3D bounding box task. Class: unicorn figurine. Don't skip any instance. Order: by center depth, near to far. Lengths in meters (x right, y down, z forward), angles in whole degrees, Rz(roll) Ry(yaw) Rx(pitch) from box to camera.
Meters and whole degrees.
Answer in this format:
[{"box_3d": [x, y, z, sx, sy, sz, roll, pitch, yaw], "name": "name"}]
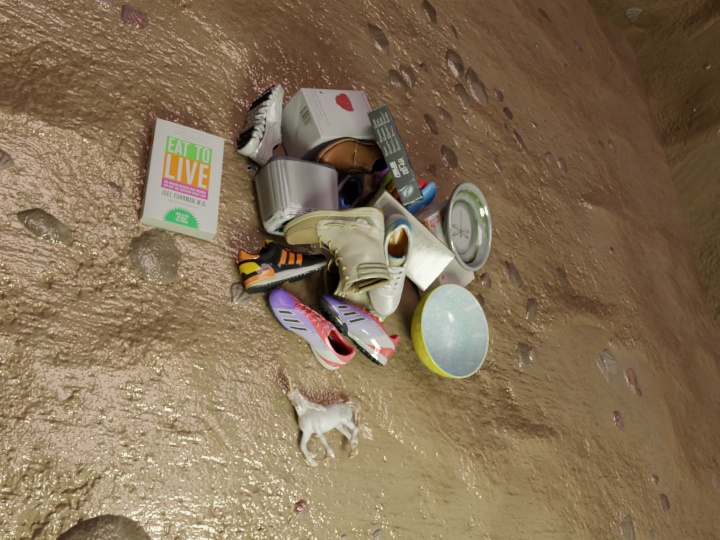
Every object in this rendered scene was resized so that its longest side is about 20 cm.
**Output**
[{"box_3d": [-0.069, 0.272, 1.108, 0.198, 0.073, 0.140, 16, 48, -53], "name": "unicorn figurine"}]

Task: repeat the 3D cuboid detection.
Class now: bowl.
[{"box_3d": [0.177, 0.139, 1.357, 0.197, 0.107, 0.205, 11, 71, -33], "name": "bowl"}]

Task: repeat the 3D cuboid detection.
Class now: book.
[{"box_3d": [-0.323, -0.165, 1.122, 0.131, 0.048, 0.205, 14, 61, -32], "name": "book"}]

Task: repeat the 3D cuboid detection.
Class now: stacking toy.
[{"box_3d": [0.080, -0.219, 1.483, 0.109, 0.116, 0.200, -41, 80, -7], "name": "stacking toy"}]

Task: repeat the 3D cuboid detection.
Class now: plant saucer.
[{"box_3d": [0.238, -0.100, 1.423, 0.198, 0.049, 0.206, 4, 84, -51], "name": "plant saucer"}]

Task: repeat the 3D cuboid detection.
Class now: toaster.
[{"box_3d": [-0.129, -0.145, 1.235, 0.197, 0.113, 0.132, 5, 67, -39], "name": "toaster"}]

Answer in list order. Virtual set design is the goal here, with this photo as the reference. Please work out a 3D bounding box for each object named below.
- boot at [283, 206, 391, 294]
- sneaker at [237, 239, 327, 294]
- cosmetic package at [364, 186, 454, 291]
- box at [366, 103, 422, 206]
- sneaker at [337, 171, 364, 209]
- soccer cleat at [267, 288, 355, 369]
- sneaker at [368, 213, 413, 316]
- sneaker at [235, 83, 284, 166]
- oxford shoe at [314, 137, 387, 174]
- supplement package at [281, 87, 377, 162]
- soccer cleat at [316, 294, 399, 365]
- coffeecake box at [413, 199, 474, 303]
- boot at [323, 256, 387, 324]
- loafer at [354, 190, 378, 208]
[{"box_3d": [-0.045, -0.031, 1.154, 0.195, 0.072, 0.158, -7, 66, 1], "name": "boot"}, {"box_3d": [-0.147, -0.022, 1.183, 0.198, 0.069, 0.092, -19, 84, -44], "name": "sneaker"}, {"box_3d": [0.088, -0.067, 1.283, 0.199, 0.104, 0.087, 42, 8, -11], "name": "cosmetic package"}, {"box_3d": [0.079, -0.239, 1.308, 0.160, 0.043, 0.204, -39, 108, -80], "name": "box"}, {"box_3d": [-0.021, -0.182, 1.372, 0.077, 0.085, 0.202, 39, 47, -19], "name": "sneaker"}, {"box_3d": [-0.091, 0.103, 1.166, 0.200, 0.073, 0.069, 48, 45, -13], "name": "soccer cleat"}, {"box_3d": [0.058, -0.005, 1.211, 0.075, 0.205, 0.081, 7, 14, -6], "name": "sneaker"}, {"box_3d": [-0.196, -0.305, 1.295, 0.081, 0.074, 0.204, 37, 53, -34], "name": "sneaker"}, {"box_3d": [-0.012, -0.239, 1.328, 0.197, 0.072, 0.072, -15, 57, -43], "name": "oxford shoe"}, {"box_3d": [-0.070, -0.319, 1.374, 0.198, 0.119, 0.123, -15, 77, -46], "name": "supplement package"}, {"box_3d": [-0.005, 0.104, 1.223, 0.200, 0.068, 0.074, 45, 77, -21], "name": "soccer cleat"}, {"box_3d": [0.186, -0.047, 1.452, 0.153, 0.072, 0.204, -31, 112, -46], "name": "coffeecake box"}, {"box_3d": [0.000, 0.000, 1.302, 0.154, 0.072, 0.204, 31, 56, -32], "name": "boot"}, {"box_3d": [0.016, -0.110, 1.360, 0.201, 0.062, 0.073, -55, 144, -38], "name": "loafer"}]
